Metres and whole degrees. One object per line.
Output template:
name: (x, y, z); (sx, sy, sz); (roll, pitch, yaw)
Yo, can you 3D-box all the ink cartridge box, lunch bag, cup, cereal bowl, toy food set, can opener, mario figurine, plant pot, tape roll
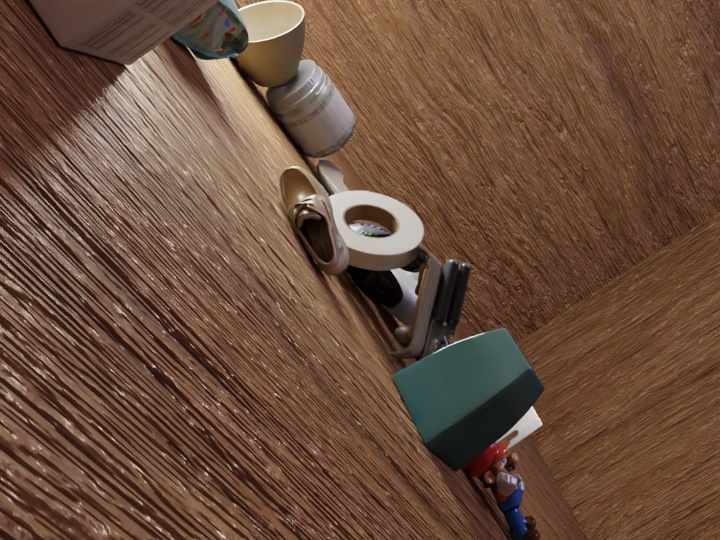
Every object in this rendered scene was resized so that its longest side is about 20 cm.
ink cartridge box: (0.266, 0.294, 1.616); (0.057, 0.162, 0.201); (46, 12, -32)
lunch bag: (-0.280, -0.461, 1.415); (0.171, 0.121, 0.200); (57, 13, 10)
cup: (-0.213, -0.514, 1.917); (0.201, 0.198, 0.144); (-116, -170, -48)
cereal bowl: (0.100, 0.044, 1.713); (0.200, 0.083, 0.200); (40, 11, -9)
toy food set: (0.096, 0.060, 1.489); (0.060, 0.202, 0.143); (12, -6, 15)
can opener: (0.154, 0.081, 1.541); (0.053, 0.202, 0.067); (15, -6, -17)
mario figurine: (0.267, 0.378, 1.454); (0.123, 0.106, 0.201); (-12, -73, 61)
plant pot: (0.185, 0.197, 1.339); (0.141, 0.199, 0.142); (47, 12, -51)
tape roll: (0.016, -0.076, 1.503); (0.204, 0.201, 0.037); (-116, -150, -45)

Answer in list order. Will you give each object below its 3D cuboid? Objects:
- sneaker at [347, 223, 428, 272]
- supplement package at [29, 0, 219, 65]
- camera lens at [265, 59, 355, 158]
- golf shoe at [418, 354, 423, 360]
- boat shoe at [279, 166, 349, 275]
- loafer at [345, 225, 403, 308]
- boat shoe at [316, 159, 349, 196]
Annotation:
sneaker: (0.032, -0.057, 1.581); (0.198, 0.075, 0.088); (14, -12, 19)
supplement package: (-0.255, -0.324, 0.850); (0.152, 0.150, 0.200); (56, 7, -6)
camera lens: (-0.117, -0.387, 2.013); (0.200, 0.159, 0.160); (51, 9, -37)
golf shoe: (0.179, 0.218, 1.725); (0.092, 0.075, 0.201); (53, 8, -48)
boat shoe: (-0.080, -0.087, 1.329); (0.201, 0.072, 0.065); (65, 8, 17)
loafer: (0.000, 0.000, 1.545); (0.200, 0.072, 0.063); (49, 27, -10)
boat shoe: (-0.063, -0.192, 2.006); (0.066, 0.057, 0.201); (2, 41, -36)
